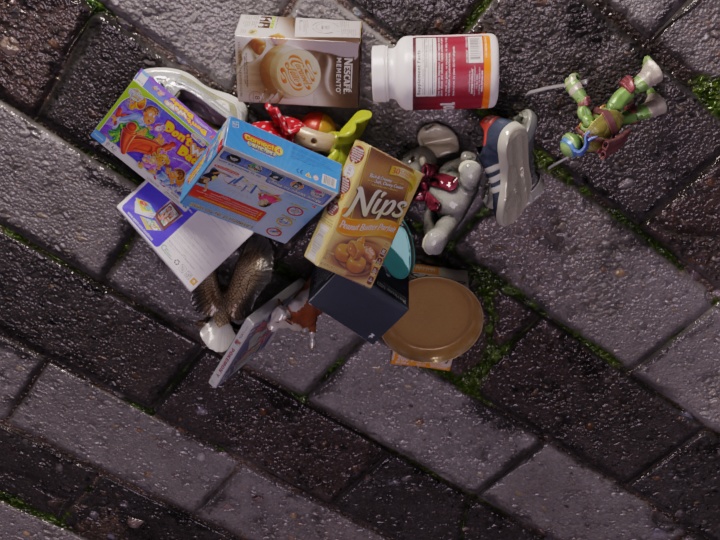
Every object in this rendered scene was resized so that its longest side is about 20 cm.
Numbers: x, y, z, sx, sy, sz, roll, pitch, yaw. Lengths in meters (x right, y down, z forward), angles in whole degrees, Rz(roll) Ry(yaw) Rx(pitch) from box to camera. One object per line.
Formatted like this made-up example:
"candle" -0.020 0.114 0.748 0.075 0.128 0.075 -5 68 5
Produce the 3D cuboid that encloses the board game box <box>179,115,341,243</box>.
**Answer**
"board game box" -0.159 -0.136 1.410 0.197 0.057 0.195 21 149 -24

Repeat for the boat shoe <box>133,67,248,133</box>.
"boat shoe" -0.283 -0.274 1.481 0.198 0.065 0.075 21 125 -12

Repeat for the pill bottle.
"pill bottle" 0.117 -0.311 1.405 0.195 0.114 0.115 0 128 4

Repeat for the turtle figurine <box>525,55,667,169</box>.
"turtle figurine" 0.384 -0.266 1.451 0.191 0.200 0.146 -29 100 -1

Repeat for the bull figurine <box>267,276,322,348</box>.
"bull figurine" -0.091 0.065 1.661 0.064 0.200 0.123 26 147 29

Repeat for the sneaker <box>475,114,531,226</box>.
"sneaker" 0.230 -0.168 1.469 0.074 0.084 0.203 -31 137 -26

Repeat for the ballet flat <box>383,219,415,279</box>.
"ballet flat" 0.048 -0.086 1.517 0.066 0.071 0.203 -15 114 19

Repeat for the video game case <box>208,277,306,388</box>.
"video game case" -0.192 0.117 1.695 0.023 0.200 0.184 39 123 8

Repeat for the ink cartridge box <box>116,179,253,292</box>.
"ink cartridge box" -0.291 -0.103 1.574 0.200 0.043 0.199 -42 106 -8

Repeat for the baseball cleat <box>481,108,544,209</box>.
"baseball cleat" 0.279 -0.186 1.529 0.104 0.071 0.202 9 136 -14

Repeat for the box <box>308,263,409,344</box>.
"box" 0.000 0.000 1.588 0.147 0.202 0.107 33 123 -22

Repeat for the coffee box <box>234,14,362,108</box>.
"coffee box" -0.096 -0.332 1.419 0.195 0.081 0.116 3 128 1

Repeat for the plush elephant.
"plush elephant" 0.120 -0.152 1.508 0.153 0.200 0.167 30 114 8

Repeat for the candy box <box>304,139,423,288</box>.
"candy box" 0.005 -0.088 1.410 0.114 0.055 0.203 21 98 -34

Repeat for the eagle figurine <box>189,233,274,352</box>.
"eagle figurine" -0.255 0.033 1.667 0.149 0.151 0.203 32 126 24

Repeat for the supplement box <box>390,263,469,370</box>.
"supplement box" 0.131 0.092 1.729 0.123 0.074 0.203 7 127 -3

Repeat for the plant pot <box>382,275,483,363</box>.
"plant pot" 0.131 0.087 1.663 0.195 0.028 0.204 1 124 2

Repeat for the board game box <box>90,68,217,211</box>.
"board game box" -0.323 -0.211 1.468 0.199 0.045 0.134 39 120 -18

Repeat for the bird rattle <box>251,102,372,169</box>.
"bird rattle" -0.079 -0.216 1.453 0.195 0.163 0.115 6 108 -2
